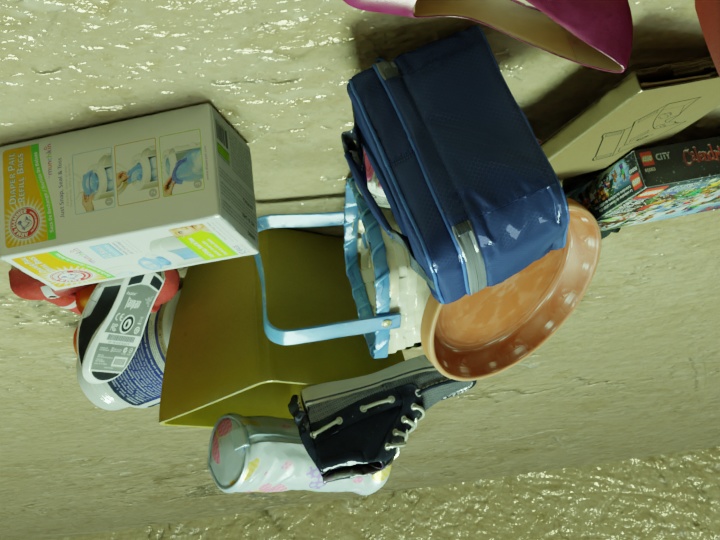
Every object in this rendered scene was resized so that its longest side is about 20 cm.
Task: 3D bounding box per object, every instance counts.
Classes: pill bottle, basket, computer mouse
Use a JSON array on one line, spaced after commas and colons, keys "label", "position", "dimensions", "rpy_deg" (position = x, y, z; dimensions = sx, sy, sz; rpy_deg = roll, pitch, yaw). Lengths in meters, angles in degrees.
[{"label": "pill bottle", "position": [-0.238, 0.096, 1.792], "dimensions": [0.115, 0.117, 0.199], "rpy_deg": [11, 156, -44]}, {"label": "basket", "position": [0.000, 0.000, 1.447], "dimensions": [0.198, 0.177, 0.140], "rpy_deg": [-2, 130, -9]}, {"label": "computer mouse", "position": [-0.224, 0.011, 1.455], "dimensions": [0.044, 0.201, 0.110], "rpy_deg": [28, -175, 26]}]

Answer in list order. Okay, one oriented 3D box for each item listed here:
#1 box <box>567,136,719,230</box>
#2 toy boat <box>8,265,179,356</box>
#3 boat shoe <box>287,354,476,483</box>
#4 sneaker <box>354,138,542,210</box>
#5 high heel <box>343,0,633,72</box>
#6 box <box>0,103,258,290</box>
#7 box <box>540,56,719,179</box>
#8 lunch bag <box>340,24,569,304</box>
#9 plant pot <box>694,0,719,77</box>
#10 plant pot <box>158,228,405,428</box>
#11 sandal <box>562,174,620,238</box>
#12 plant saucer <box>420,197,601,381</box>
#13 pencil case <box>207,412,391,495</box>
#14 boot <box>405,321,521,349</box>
[{"label": "box", "position": [0.308, -0.085, 1.469], "dimensions": [0.199, 0.038, 0.137], "rpy_deg": [-11, 167, -27]}, {"label": "toy boat", "position": [-0.266, 0.032, 1.542], "dimensions": [0.130, 0.132, 0.200], "rpy_deg": [-12, 162, 18]}, {"label": "boat shoe", "position": [0.035, 0.148, 1.517], "dimensions": [0.199, 0.093, 0.075], "rpy_deg": [-15, 153, -5]}, {"label": "sneaker", "position": [0.082, -0.087, 1.394], "dimensions": [0.198, 0.074, 0.087], "rpy_deg": [-1, 168, -17]}, {"label": "high heel", "position": [0.087, -0.175, 1.054], "dimensions": [0.198, 0.097, 0.067], "rpy_deg": [-7, 163, 2]}, {"label": "box", "position": [-0.200, -0.060, 1.318], "dimensions": [0.198, 0.102, 0.113], "rpy_deg": [-10, 162, 12]}, {"label": "box", "position": [0.239, -0.130, 1.315], "dimensions": [0.163, 0.021, 0.200], "rpy_deg": [-14, 166, -31]}, {"label": "lunch bag", "position": [0.062, -0.084, 1.192], "dimensions": [0.132, 0.201, 0.136], "rpy_deg": [-24, 161, -3]}, {"label": "plant pot", "position": [0.344, -0.161, 1.060], "dimensions": [0.198, 0.178, 0.200], "rpy_deg": [-9, 163, 10]}, {"label": "plant pot", "position": [-0.087, 0.061, 1.628], "dimensions": [0.199, 0.178, 0.199], "rpy_deg": [8, 159, -40]}, {"label": "sandal", "position": [0.246, -0.053, 1.597], "dimensions": [0.075, 0.048, 0.201], "rpy_deg": [-7, 164, 3]}, {"label": "plant saucer", "position": [0.136, 0.014, 1.410], "dimensions": [0.199, 0.032, 0.201], "rpy_deg": [-27, 142, -23]}, {"label": "pencil case", "position": [-0.062, 0.195, 1.627], "dimensions": [0.199, 0.084, 0.091], "rpy_deg": [6, 161, -33]}, {"label": "boot", "position": [0.116, 0.011, 1.592], "dimensions": [0.153, 0.204, 0.074], "rpy_deg": [-5, 124, 23]}]
